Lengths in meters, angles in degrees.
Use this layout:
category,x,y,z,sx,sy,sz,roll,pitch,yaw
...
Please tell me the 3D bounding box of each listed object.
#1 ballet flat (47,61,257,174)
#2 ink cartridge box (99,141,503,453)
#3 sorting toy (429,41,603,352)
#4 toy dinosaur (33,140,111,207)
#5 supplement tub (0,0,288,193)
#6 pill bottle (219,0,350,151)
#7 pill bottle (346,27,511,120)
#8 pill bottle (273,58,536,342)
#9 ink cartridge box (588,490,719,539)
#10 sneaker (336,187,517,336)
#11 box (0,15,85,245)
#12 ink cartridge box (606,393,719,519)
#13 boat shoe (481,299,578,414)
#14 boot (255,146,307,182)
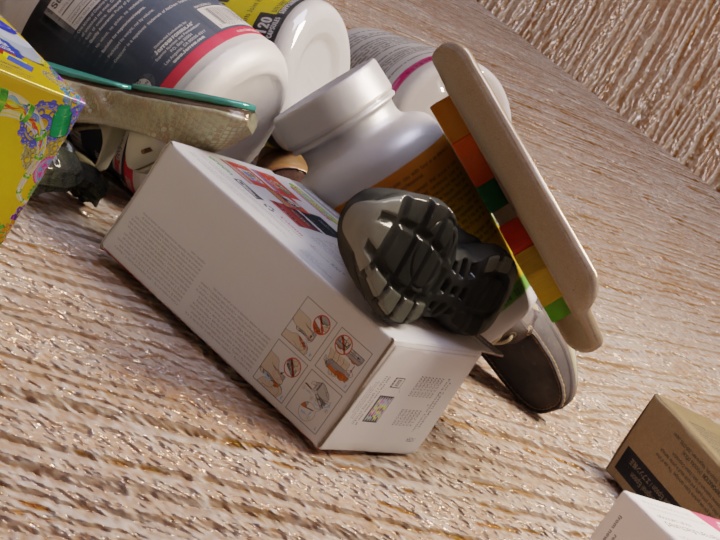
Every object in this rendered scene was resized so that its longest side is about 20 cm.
category,x,y,z,sx,sy,sz,roll,pitch,yaw
ballet flat,-0.146,-0.091,1.496,0.199,0.063,0.067,14,3,36
ink cartridge box,-0.032,0.021,1.454,0.200,0.084,0.175,41,13,25
sorting toy,0.096,-0.038,1.488,0.186,0.036,0.200,61,-1,12
toy dinosaur,-0.219,-0.074,1.426,0.088,0.048,0.200,45,18,15
supplement tub,-0.161,-0.147,1.615,0.200,0.141,0.140,39,13,19
pill bottle,-0.116,-0.158,1.733,0.198,0.113,0.112,12,2,26
pill bottle,0.020,-0.127,1.832,0.113,0.114,0.200,25,1,-35
pill bottle,0.026,-0.038,1.597,0.201,0.111,0.111,59,10,-7
ink cartridge box,0.228,0.228,1.347,0.144,0.085,0.200,20,19,-46
sneaker,0.023,-0.009,1.383,0.079,0.076,0.200,31,-1,26
box,-0.286,-0.111,1.207,0.199,0.122,0.193,20,18,-49
ink cartridge box,0.297,0.190,1.692,0.199,0.075,0.165,26,13,-30
boat shoe,0.086,0.026,1.720,0.201,0.074,0.073,56,38,-8
boot,0.000,0.000,1.712,0.199,0.072,0.167,32,26,-26
